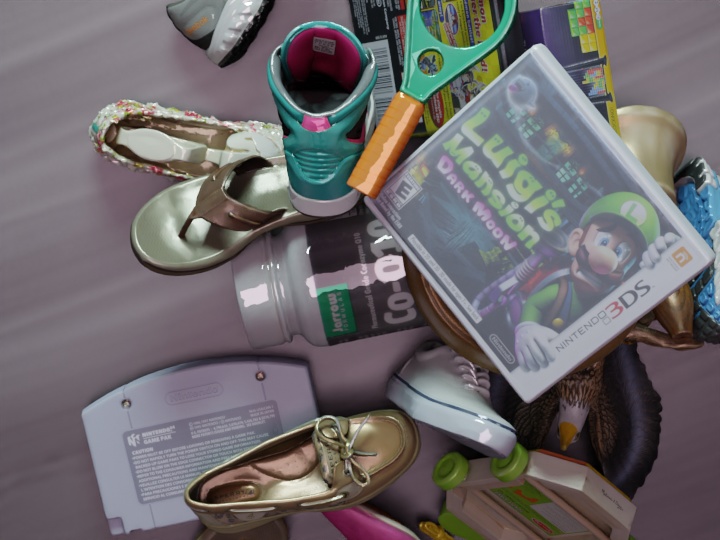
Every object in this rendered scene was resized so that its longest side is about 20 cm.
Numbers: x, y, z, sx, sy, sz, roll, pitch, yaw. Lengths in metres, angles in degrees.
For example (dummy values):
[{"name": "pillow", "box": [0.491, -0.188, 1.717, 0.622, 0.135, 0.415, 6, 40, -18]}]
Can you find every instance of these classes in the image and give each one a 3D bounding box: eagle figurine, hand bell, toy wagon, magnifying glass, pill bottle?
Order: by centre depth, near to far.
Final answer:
[{"name": "magnifying glass", "box": [0.048, -0.146, 1.175, 0.080, 0.022, 0.200, 29, 95, 6]}, {"name": "hand bell", "box": [0.229, -0.025, 1.255, 0.104, 0.200, 0.104, -4, 138, -4]}, {"name": "pill bottle", "box": [0.000, 0.000, 1.311, 0.200, 0.113, 0.113, -12, 98, 1]}, {"name": "toy wagon", "box": [0.129, 0.199, 1.326, 0.155, 0.200, 0.040, 40, 56, -27]}, {"name": "eagle figurine", "box": [0.179, 0.100, 1.328, 0.151, 0.200, 0.152, -37, 62, -26]}]

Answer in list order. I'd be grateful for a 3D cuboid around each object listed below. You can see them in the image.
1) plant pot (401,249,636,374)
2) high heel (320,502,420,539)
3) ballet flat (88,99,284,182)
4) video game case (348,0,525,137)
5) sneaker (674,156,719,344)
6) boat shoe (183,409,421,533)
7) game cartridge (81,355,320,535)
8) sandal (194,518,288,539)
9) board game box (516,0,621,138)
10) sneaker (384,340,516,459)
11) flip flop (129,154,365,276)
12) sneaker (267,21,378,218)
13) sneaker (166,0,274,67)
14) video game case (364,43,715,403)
[{"name": "plant pot", "box": [0.120, -0.012, 1.201, 0.200, 0.027, 0.200, 5, 104, 21]}, {"name": "high heel", "box": [0.027, 0.269, 1.371, 0.200, 0.067, 0.096, 34, 86, -19]}, {"name": "ballet flat", "box": [-0.129, -0.094, 1.322, 0.200, 0.064, 0.076, 8, 99, -2]}, {"name": "video game case", "box": [0.055, -0.207, 1.261, 0.025, 0.181, 0.200, -15, 99, -35]}, {"name": "sneaker", "box": [0.299, -0.010, 1.282, 0.087, 0.200, 0.075, 26, 130, -14]}, {"name": "boat shoe", "box": [-0.046, 0.166, 1.314, 0.200, 0.063, 0.073, -23, 70, 2]}, {"name": "game cartridge", "box": [-0.131, 0.144, 1.370, 0.200, 0.040, 0.134, -11, 101, 1]}, {"name": "sandal", "box": [-0.132, 0.284, 1.368, 0.200, 0.054, 0.080, -46, 118, 7]}, {"name": "board game box", "box": [0.141, -0.107, 1.268, 0.057, 0.165, 0.200, -13, 98, -20]}, {"name": "sneaker", "box": [0.075, 0.096, 1.285, 0.073, 0.200, 0.071, 28, 89, -23]}, {"name": "flip flop", "box": [-0.087, -0.058, 1.257, 0.200, 0.058, 0.081, -18, 65, -7]}, {"name": "sneaker", "box": [-0.028, -0.148, 1.236, 0.083, 0.200, 0.121, 0, 132, -1]}, {"name": "sneaker", "box": [-0.086, -0.266, 1.296, 0.079, 0.074, 0.200, 34, 97, 0]}, {"name": "video game case", "box": [0.127, -0.032, 1.167, 0.182, 0.023, 0.200, -41, 84, 25]}]
